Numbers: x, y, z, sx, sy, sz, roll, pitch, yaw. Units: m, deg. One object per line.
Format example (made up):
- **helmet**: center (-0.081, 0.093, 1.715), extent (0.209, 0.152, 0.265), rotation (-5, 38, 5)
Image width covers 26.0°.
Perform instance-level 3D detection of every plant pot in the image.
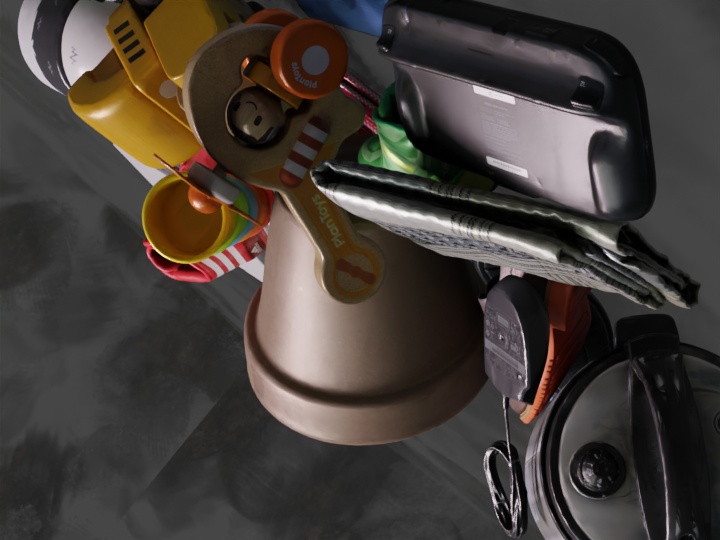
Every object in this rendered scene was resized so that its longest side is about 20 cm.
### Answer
- **plant pot**: center (0.000, 0.000, 1.164), extent (0.200, 0.200, 0.176), rotation (33, 146, 37)

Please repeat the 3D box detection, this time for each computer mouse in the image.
- **computer mouse**: center (0.111, 0.095, 1.075), extent (0.059, 0.034, 0.201), rotation (39, 138, 52)

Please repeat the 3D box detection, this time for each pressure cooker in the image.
- **pressure cooker**: center (0.206, 0.142, 1.099), extent (0.176, 0.179, 0.200), rotation (41, 172, 9)

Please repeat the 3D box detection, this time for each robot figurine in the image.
- **robot figurine**: center (-0.225, -0.206, 1.377), extent (0.150, 0.125, 0.200), rotation (42, 172, -34)

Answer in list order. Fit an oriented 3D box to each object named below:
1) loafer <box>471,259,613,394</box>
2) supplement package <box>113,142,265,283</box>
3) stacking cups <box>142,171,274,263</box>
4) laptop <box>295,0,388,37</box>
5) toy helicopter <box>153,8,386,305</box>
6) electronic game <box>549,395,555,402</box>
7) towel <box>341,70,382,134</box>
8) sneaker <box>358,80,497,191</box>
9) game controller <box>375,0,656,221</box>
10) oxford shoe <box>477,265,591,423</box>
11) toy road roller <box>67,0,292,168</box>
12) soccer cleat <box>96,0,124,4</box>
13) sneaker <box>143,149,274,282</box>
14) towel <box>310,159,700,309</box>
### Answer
- **loafer**: center (0.137, 0.018, 1.190), extent (0.200, 0.072, 0.063), rotation (54, -173, -38)
- **supplement package**: center (-0.117, -0.085, 1.549), extent (0.155, 0.111, 0.200), rotation (31, 167, 43)
- **stacking cups**: center (-0.096, -0.039, 1.106), extent (0.060, 0.061, 0.200), rotation (39, -172, 6)
- **laptop**: center (-0.076, -0.174, 0.950), extent (0.187, 0.199, 0.117), rotation (27, 131, 54)
- **toy helicopter**: center (-0.048, -0.057, 0.981), extent (0.201, 0.132, 0.079), rotation (61, 166, -25)
- **electronic game**: center (0.163, 0.083, 1.432), extent (0.200, 0.042, 0.200), rotation (40, 171, 7)
- **towel**: center (0.017, -0.094, 1.234), extent (0.144, 0.023, 0.200), rotation (38, 171, 11)
- **sneaker**: center (0.046, -0.091, 1.014), extent (0.084, 0.074, 0.200), rotation (57, 163, -11)
- **game controller**: center (0.081, -0.091, 0.841), extent (0.200, 0.042, 0.105), rotation (26, 146, 50)
- **oxford shoe**: center (0.123, 0.034, 1.126), extent (0.072, 0.071, 0.201), rotation (26, 142, 18)
- **toy road roller**: center (-0.121, -0.126, 1.103), extent (0.123, 0.146, 0.200), rotation (36, -166, -39)
- **soccer cleat**: center (-0.192, -0.234, 1.222), extent (0.200, 0.081, 0.068), rotation (38, 171, 13)
- **sneaker**: center (-0.142, -0.071, 1.281), extent (0.200, 0.115, 0.079), rotation (56, 177, 45)
- **towel**: center (0.094, -0.014, 0.945), extent (0.199, 0.035, 0.192), rotation (13, 174, 28)
